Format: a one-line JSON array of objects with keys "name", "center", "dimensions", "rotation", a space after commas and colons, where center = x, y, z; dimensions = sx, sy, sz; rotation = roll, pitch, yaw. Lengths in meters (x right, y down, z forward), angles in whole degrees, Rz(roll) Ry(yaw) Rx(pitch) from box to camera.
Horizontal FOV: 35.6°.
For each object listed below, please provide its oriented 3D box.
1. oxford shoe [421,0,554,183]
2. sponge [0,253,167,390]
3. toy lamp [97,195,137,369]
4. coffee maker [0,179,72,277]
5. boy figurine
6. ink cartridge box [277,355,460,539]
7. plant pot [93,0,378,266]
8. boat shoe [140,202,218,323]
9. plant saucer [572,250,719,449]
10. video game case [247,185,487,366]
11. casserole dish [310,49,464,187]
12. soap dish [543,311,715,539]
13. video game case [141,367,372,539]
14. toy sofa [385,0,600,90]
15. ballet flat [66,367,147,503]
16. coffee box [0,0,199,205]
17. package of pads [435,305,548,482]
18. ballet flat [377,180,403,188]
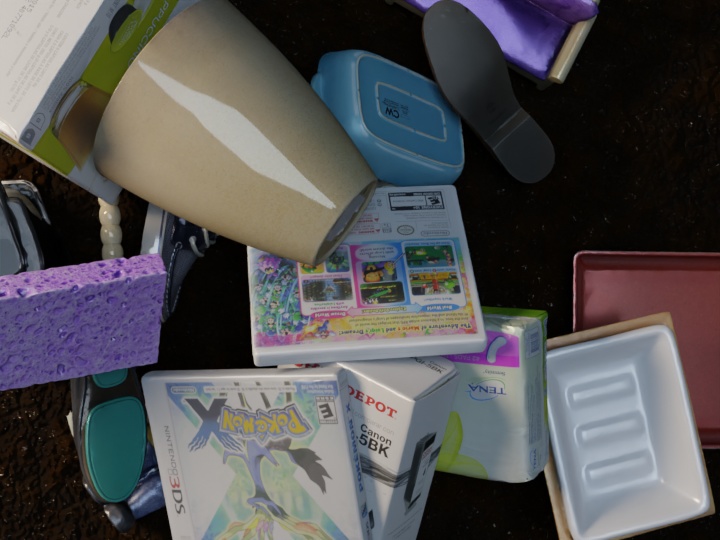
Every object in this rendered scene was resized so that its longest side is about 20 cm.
[{"name": "oxford shoe", "center": [0.116, -0.175, 1.107], "dimensions": [0.071, 0.071, 0.200], "rotation": [-33, 107, -2]}, {"name": "sponge", "center": [-0.259, 0.047, 0.918], "dimensions": [0.199, 0.112, 0.030], "rotation": [-9, 47, -27]}, {"name": "toy lamp", "center": [-0.238, -0.002, 1.078], "dimensions": [0.058, 0.058, 0.201], "rotation": [-2, 86, -7]}, {"name": "coffee maker", "center": [-0.318, -0.002, 0.995], "dimensions": [0.192, 0.200, 0.135], "rotation": [45, 84, -3]}, {"name": "boy figurine", "center": [-0.161, 0.169, 1.077], "dimensions": [0.200, 0.064, 0.125], "rotation": [-35, 90, -4]}, {"name": "ink cartridge box", "center": [-0.009, 0.156, 1.016], "dimensions": [0.146, 0.083, 0.201], "rotation": [25, 118, 26]}, {"name": "plant pot", "center": [-0.091, -0.099, 0.960], "dimensions": [0.200, 0.187, 0.188], "rotation": [37, 84, 8]}, {"name": "boat shoe", "center": [-0.155, -0.043, 1.078], "dimensions": [0.092, 0.075, 0.201], "rotation": [7, 86, 1]}, {"name": "plant saucer", "center": [0.310, 0.081, 1.151], "dimensions": [0.199, 0.037, 0.201], "rotation": [1, 88, -6]}, {"name": "video game case", "center": [0.000, 0.000, 0.999], "dimensions": [0.199, 0.024, 0.183], "rotation": [-3, 52, -6]}, {"name": "casserole dish", "center": [0.036, -0.144, 1.067], "dimensions": [0.200, 0.039, 0.122], "rotation": [14, 63, -43]}, {"name": "soap dish", "center": [0.242, 0.153, 1.081], "dimensions": [0.157, 0.081, 0.201], "rotation": [-13, 89, -7]}, {"name": "video game case", "center": [-0.092, 0.176, 0.992], "dimensions": [0.199, 0.022, 0.183], "rotation": [-3, 103, 24]}, {"name": "toy sofa", "center": [0.130, -0.267, 1.111], "dimensions": [0.200, 0.098, 0.083], "rotation": [29, 84, -6]}, {"name": "ballet flat", "center": [-0.237, 0.110, 1.027], "dimensions": [0.073, 0.073, 0.201], "rotation": [-4, 99, -7]}, {"name": "coffee box", "center": [-0.276, -0.210, 0.984], "dimensions": [0.200, 0.198, 0.200], "rotation": [30, 85, 16]}, {"name": "package of pads", "center": [0.075, 0.111, 1.045], "dimensions": [0.199, 0.068, 0.155], "rotation": [3, 106, 29]}, {"name": "ballet flat", "center": [0.021, -0.045, 1.104], "dimensions": [0.068, 0.068, 0.200], "rotation": [32, 84, -4]}]
